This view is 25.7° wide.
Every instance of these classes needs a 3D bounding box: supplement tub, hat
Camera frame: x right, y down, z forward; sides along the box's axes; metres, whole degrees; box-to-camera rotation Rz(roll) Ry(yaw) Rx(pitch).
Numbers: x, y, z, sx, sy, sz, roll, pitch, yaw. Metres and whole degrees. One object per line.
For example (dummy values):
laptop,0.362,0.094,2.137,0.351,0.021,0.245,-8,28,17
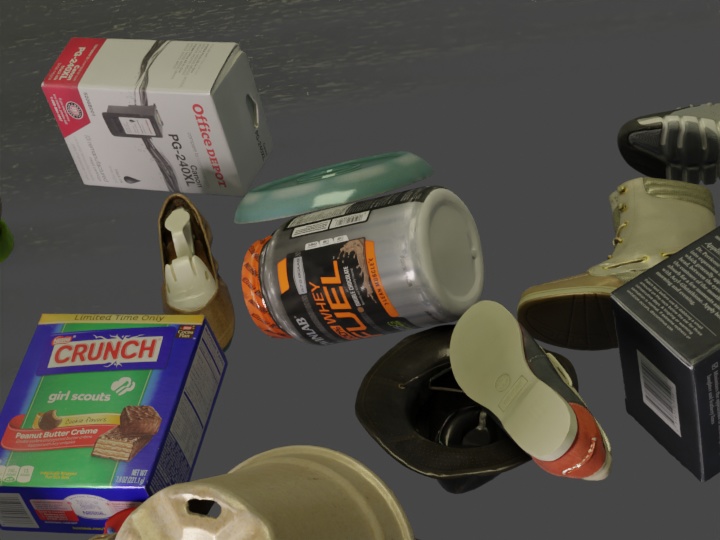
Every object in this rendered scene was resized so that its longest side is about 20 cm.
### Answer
supplement tub,0.000,0.000,1.419,0.200,0.123,0.123,-12,40,33
hat,0.088,0.131,1.314,0.200,0.081,0.201,0,33,0

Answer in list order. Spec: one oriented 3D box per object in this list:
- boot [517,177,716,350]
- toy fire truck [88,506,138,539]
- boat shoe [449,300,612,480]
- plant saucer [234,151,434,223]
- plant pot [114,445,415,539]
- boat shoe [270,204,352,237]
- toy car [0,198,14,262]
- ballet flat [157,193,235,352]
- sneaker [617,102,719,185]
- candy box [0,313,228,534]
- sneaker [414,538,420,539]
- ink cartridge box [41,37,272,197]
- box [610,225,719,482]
boot,0.233,-0.010,1.418,0.200,0.072,0.155,-7,45,3
toy fire truck,-0.192,0.254,1.229,0.049,0.141,0.200,-8,45,9
boat shoe,0.132,0.094,1.240,0.071,0.063,0.200,-52,35,11
plant saucer,-0.028,-0.083,1.522,0.200,0.027,0.200,-14,7,2
plant pot,-0.082,0.221,1.139,0.200,0.183,0.201,-4,79,22
boat shoe,0.002,-0.037,1.521,0.200,0.060,0.076,-3,45,14
toy car,-0.435,0.001,1.559,0.158,0.164,0.200,-11,56,6
ballet flat,-0.166,-0.004,1.531,0.068,0.072,0.200,-15,44,1
sneaker,0.349,-0.142,1.523,0.200,0.075,0.116,4,42,6
candy box,-0.228,0.133,1.408,0.169,0.077,0.200,-1,45,16
sneaker,-0.027,0.219,1.266,0.200,0.070,0.076,-3,43,13
ink cartridge box,-0.209,-0.161,1.648,0.200,0.145,0.083,5,47,22
box,0.317,0.047,1.278,0.200,0.148,0.107,-30,45,-14
